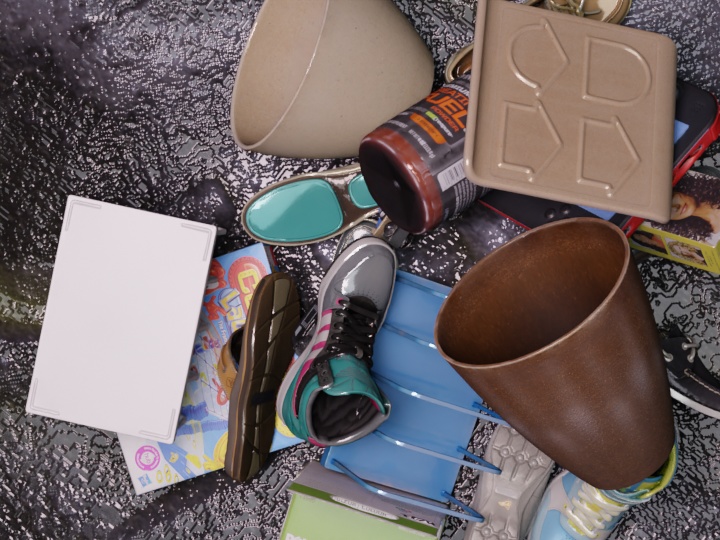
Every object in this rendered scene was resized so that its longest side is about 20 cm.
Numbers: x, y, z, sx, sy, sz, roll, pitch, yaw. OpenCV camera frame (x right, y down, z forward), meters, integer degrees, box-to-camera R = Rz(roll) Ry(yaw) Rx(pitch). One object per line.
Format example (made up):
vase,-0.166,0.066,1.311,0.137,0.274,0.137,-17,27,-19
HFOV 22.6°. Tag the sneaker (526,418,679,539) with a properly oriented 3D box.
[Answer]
sneaker,0.225,0.211,1.695,0.079,0.131,0.200,36,95,3

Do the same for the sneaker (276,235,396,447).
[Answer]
sneaker,-0.009,0.076,1.628,0.083,0.121,0.201,17,104,-25

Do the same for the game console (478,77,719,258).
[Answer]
game console,0.220,-0.110,1.673,0.200,0.031,0.177,-47,49,-10

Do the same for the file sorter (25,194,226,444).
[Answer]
file sorter,-0.211,0.043,1.681,0.138,0.125,0.201,12,92,4

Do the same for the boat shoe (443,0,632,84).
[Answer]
boat shoe,0.172,-0.224,1.727,0.199,0.063,0.073,-32,87,5

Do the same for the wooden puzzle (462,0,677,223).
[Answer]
wooden puzzle,0.185,-0.139,1.600,0.199,0.046,0.186,13,66,-13

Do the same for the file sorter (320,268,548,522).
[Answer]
file sorter,0.075,0.119,1.686,0.138,0.123,0.201,19,91,-23

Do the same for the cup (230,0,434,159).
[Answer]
cup,-0.016,-0.186,1.698,0.143,0.200,0.201,20,93,-24

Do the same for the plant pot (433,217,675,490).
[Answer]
plant pot,0.193,0.090,1.576,0.186,0.187,0.200,-32,117,5

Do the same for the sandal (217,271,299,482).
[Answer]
sandal,-0.106,0.098,1.707,0.054,0.082,0.201,14,100,27

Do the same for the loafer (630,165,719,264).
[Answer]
loafer,0.263,-0.029,1.722,0.199,0.063,0.072,-25,46,7

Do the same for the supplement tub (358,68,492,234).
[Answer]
supplement tub,0.102,-0.124,1.655,0.200,0.107,0.107,-34,87,-22

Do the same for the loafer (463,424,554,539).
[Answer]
loafer,0.141,0.212,1.736,0.070,0.070,0.201,22,76,2

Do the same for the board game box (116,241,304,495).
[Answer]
board game box,-0.153,0.095,1.766,0.195,0.056,0.201,-19,89,6

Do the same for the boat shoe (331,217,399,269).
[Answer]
boat shoe,-0.004,0.049,1.748,0.072,0.062,0.201,8,91,6

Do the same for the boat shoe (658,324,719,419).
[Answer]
boat shoe,0.285,0.077,1.719,0.199,0.074,0.061,31,98,13

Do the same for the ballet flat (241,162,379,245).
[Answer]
ballet flat,-0.017,-0.072,1.745,0.199,0.069,0.070,-14,90,2

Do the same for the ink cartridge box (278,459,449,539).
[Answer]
ink cartridge box,-0.001,0.243,1.682,0.147,0.200,0.076,18,93,5

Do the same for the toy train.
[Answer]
toy train,0.000,0.000,1.703,0.034,0.046,0.200,35,93,-36

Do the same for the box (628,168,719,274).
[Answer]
box,0.264,-0.061,1.669,0.199,0.050,0.075,18,64,37
